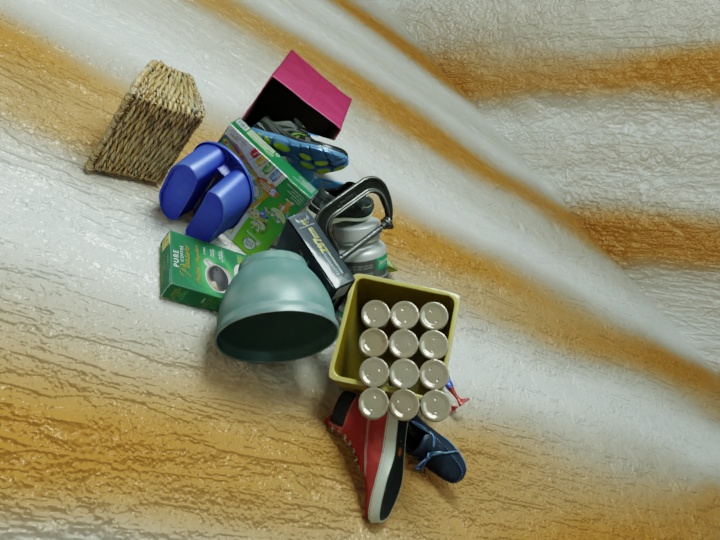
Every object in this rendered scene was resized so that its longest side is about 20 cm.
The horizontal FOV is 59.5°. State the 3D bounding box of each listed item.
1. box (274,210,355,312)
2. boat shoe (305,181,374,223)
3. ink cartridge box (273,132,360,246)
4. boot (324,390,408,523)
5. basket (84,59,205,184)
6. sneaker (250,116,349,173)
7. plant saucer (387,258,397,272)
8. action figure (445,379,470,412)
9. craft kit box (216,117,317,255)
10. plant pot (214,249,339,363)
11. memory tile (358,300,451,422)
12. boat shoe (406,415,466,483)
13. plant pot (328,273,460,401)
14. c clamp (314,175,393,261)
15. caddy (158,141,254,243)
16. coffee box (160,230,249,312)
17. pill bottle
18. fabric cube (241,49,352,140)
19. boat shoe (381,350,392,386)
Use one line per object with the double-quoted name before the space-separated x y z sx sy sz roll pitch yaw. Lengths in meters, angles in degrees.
"box" -0.098 0.014 1.147 0.051 0.200 0.158 -23 70 -33
"boat shoe" -0.027 -0.138 1.210 0.074 0.067 0.198 37 28 28
"ink cartridge box" -0.121 -0.164 1.322 0.146 0.200 0.145 5 48 -46
"boot" -0.001 0.311 1.065 0.072 0.143 0.202 30 66 -61
"basket" -0.396 -0.277 1.123 0.148 0.200 0.144 7 49 -45
"sneaker" -0.112 -0.245 1.186 0.198 0.071 0.083 20 60 9
"plant saucer" -0.002 -0.070 1.447 0.200 0.048 0.200 53 6 9
"action figure" 0.177 0.204 1.391 0.099 0.065 0.201 -19 70 -47
"craft kit box" -0.214 -0.148 1.199 0.200 0.198 0.049 42 35 -5
"plant pot" -0.140 0.052 1.037 0.199 0.200 0.135 17 53 -38
"memory tile" 0.071 0.146 1.036 0.151 0.017 0.202 0 68 4
"boat shoe" 0.107 0.326 1.168 0.199 0.085 0.069 36 11 10
"plant pot" 0.066 0.148 1.152 0.193 0.200 0.196 11 68 9
"c clamp" -0.009 -0.071 1.172 0.027 0.200 0.171 25 -27 56
"caddy" -0.272 -0.140 1.134 0.141 0.200 0.105 46 48 -3
"coffee box" -0.255 0.013 1.114 0.199 0.044 0.124 19 43 -38
"pill bottle" 0.000 0.000 1.272 0.113 0.112 0.202 -42 131 -58
"fabric cube" -0.160 -0.363 1.505 0.199 0.196 0.200 35 31 -15
"boat shoe" 0.076 0.207 1.277 0.201 0.063 0.074 36 74 5
